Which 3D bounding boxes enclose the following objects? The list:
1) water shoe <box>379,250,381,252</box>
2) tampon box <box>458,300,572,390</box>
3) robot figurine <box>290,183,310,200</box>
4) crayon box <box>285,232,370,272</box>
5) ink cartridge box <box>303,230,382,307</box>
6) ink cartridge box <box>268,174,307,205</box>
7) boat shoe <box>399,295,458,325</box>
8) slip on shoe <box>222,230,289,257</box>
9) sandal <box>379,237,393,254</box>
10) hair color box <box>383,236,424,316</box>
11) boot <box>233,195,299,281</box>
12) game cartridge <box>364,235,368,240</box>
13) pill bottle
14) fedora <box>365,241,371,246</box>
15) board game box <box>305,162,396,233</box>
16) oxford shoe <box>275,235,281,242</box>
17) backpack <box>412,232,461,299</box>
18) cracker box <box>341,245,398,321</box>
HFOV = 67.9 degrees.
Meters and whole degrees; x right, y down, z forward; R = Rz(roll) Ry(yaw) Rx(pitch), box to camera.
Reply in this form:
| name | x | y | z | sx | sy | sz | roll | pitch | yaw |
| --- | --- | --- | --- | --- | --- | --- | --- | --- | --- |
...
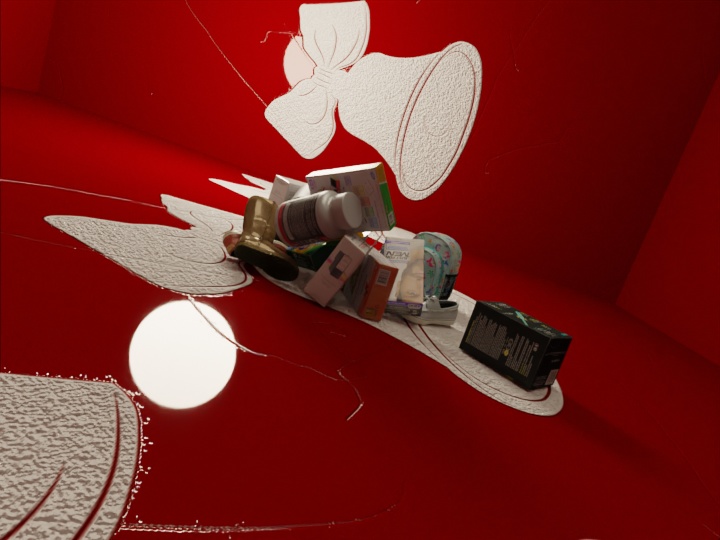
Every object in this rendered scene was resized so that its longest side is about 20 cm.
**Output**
| name | x | y | z | sx | sy | sz | roll | pitch | yaw |
| --- | --- | --- | --- | --- | --- | --- | --- | --- | --- |
| water shoe | 0.111 | 0.020 | 1.633 | 0.201 | 0.071 | 0.079 | 55 | -7 | 37 |
| tampon box | 0.364 | 0.171 | 1.263 | 0.198 | 0.129 | 0.148 | 29 | 14 | 40 |
| robot figurine | -0.145 | -0.167 | 1.486 | 0.113 | 0.168 | 0.201 | 49 | 33 | -19 |
| crayon box | -0.080 | -0.079 | 1.384 | 0.199 | 0.052 | 0.125 | -37 | 28 | -27 |
| ink cartridge box | -0.038 | -0.021 | 1.237 | 0.067 | 0.201 | 0.117 | 39 | 12 | 0 |
| ink cartridge box | -0.213 | -0.167 | 1.619 | 0.144 | 0.203 | 0.084 | 7 | 19 | -47 |
| boat shoe | 0.182 | 0.098 | 1.407 | 0.198 | 0.073 | 0.070 | 7 | 18 | -38 |
| slip on shoe | -0.257 | -0.044 | 1.355 | 0.198 | 0.074 | 0.062 | 17 | 42 | -41 |
| sandal | 0.101 | -0.002 | 1.571 | 0.048 | 0.074 | 0.204 | 32 | 40 | -48 |
| hair color box | 0.108 | 0.012 | 1.367 | 0.107 | 0.065 | 0.203 | 5 | 56 | 1 |
| boot | -0.216 | -0.085 | 1.323 | 0.173 | 0.066 | 0.202 | 30 | 36 | -20 |
| game cartridge | -0.059 | -0.099 | 1.582 | 0.130 | 0.042 | 0.200 | 13 | -17 | -10 |
| pill bottle | -0.096 | -0.123 | 1.246 | 0.197 | 0.113 | 0.110 | -9 | -6 | 35 |
| fedora | -0.038 | -0.105 | 1.749 | 0.196 | 0.083 | 0.201 | 14 | -16 | 4 |
| board game box | -0.024 | -0.168 | 1.276 | 0.196 | 0.156 | 0.040 | 0 | 27 | 31 |
| oxford shoe | -0.265 | -0.091 | 1.481 | 0.072 | 0.086 | 0.198 | 31 | 17 | 38 |
| backpack | 0.219 | -0.019 | 1.683 | 0.176 | 0.204 | 0.149 | 29 | 15 | 36 |
| cracker box | 0.016 | 0.022 | 1.321 | 0.057 | 0.136 | 0.200 | 14 | 13 | -21 |
